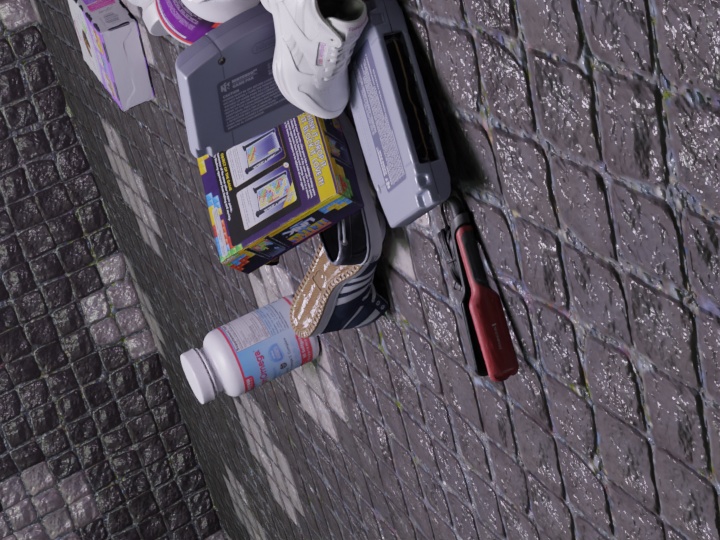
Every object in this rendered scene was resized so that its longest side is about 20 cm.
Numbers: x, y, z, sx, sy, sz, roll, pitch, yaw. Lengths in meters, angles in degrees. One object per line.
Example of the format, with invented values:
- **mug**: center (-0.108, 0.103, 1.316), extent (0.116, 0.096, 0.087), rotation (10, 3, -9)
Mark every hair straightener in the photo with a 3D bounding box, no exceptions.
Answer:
- **hair straightener**: center (0.099, 0.011, 1.203), extent (0.202, 0.041, 0.077), rotation (69, 162, -9)

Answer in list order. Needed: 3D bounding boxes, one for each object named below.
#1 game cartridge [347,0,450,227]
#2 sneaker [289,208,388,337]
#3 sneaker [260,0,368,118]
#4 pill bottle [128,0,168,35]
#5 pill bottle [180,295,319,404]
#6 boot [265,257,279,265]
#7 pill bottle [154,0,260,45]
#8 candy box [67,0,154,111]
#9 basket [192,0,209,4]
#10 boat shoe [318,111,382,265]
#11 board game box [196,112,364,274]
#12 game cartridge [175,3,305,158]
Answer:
- **game cartridge**: center (0.029, -0.148, 1.167), extent (0.133, 0.040, 0.203), rotation (153, 102, -69)
- **sneaker**: center (0.000, 0.000, 1.457), extent (0.070, 0.107, 0.201), rotation (57, 131, 30)
- **sneaker**: center (-0.036, -0.214, 1.135), extent (0.099, 0.075, 0.201), rotation (24, 150, 31)
- **pill bottle**: center (-0.278, -0.424, 1.611), extent (0.202, 0.115, 0.116), rotation (65, 162, 3)
- **pill bottle**: center (-0.171, 0.126, 1.874), extent (0.109, 0.198, 0.109), rotation (54, 160, 31)
- **boot**: center (-0.141, -0.110, 1.459), extent (0.201, 0.067, 0.131), rotation (53, 128, 29)
- **pill bottle**: center (-0.176, -0.337, 1.433), extent (0.114, 0.111, 0.200), rotation (67, 163, -6)
- **candy box**: center (-0.459, -0.419, 2.217), extent (0.200, 0.071, 0.169), rotation (50, 157, 40)
- **basket**: center (-0.121, -0.365, 1.222), extent (0.137, 0.122, 0.200), rotation (68, 161, -9)
- **boat shoe**: center (-0.037, -0.099, 1.358), extent (0.072, 0.067, 0.203), rotation (-32, 70, 54)
- **board game box**: center (-0.097, -0.124, 1.332), extent (0.057, 0.164, 0.202), rotation (26, -137, -55)
- **game cartridge**: center (-0.091, -0.204, 1.216), extent (0.041, 0.198, 0.134), rotation (49, 156, 30)
